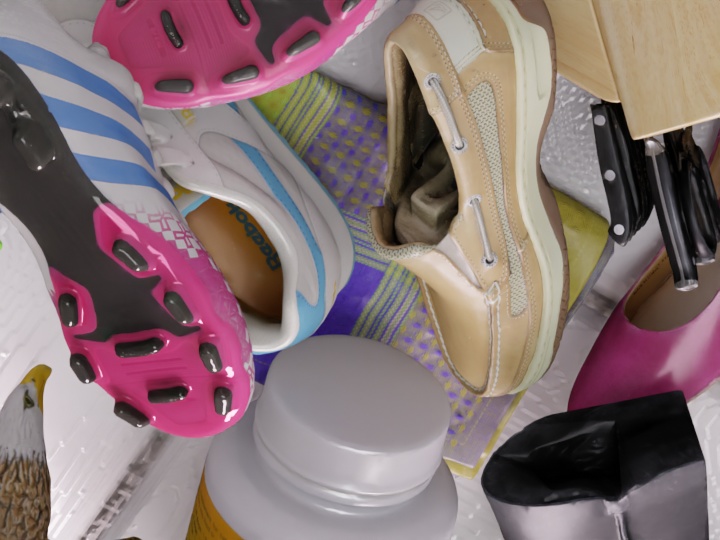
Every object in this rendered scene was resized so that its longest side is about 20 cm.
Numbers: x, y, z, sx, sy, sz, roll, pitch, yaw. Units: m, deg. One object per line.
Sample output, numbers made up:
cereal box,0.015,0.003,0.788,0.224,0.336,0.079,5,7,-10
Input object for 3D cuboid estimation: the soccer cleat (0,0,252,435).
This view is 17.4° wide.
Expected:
soccer cleat,-0.091,-0.029,0.850,0.070,0.087,0.200,-13,128,27

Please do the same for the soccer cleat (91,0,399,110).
soccer cleat,-0.010,-0.119,0.909,0.199,0.086,0.070,-30,88,-2

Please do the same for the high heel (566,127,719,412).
high heel,0.143,-0.021,0.995,0.200,0.067,0.096,-43,125,7

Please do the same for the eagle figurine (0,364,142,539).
eagle figurine,-0.169,0.100,0.961,0.199,0.151,0.152,21,129,-20

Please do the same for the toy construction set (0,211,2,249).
toy construction set,-0.187,-0.066,0.870,0.092,0.131,0.201,-19,74,-4

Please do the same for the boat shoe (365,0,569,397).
boat shoe,0.033,-0.024,0.934,0.076,0.072,0.201,-32,132,-30

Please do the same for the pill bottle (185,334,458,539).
pill bottle,-0.023,0.129,1.007,0.109,0.109,0.201,7,124,-13

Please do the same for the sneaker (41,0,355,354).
sneaker,-0.083,-0.051,0.925,0.200,0.081,0.077,43,110,-6

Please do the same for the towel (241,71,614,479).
towel,0.000,0.000,1.011,0.199,0.023,0.144,27,109,-21

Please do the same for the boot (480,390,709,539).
boot,0.079,0.147,1.032,0.164,0.066,0.200,-26,146,-9

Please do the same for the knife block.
knife block,0.148,-0.098,0.925,0.175,0.064,0.201,31,109,7
